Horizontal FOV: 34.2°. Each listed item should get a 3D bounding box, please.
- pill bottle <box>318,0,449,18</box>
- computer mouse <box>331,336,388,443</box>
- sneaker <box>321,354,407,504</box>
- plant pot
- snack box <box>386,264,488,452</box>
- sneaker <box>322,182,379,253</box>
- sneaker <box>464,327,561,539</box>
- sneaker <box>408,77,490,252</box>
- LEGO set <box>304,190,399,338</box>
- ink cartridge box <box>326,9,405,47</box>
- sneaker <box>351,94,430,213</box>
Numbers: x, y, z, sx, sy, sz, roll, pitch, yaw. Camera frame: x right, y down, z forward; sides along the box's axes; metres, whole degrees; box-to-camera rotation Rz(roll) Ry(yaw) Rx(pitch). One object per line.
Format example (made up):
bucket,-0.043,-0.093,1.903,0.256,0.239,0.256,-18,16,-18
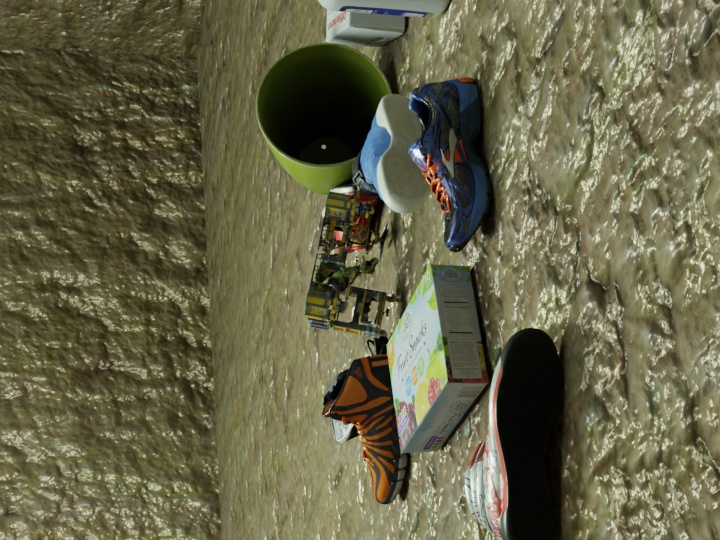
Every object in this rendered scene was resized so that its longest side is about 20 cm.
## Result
pill bottle,0.003,-0.364,1.375,0.120,0.198,0.121,-179,90,-75
computer mouse,0.007,0.179,1.644,0.200,0.044,0.110,124,140,-55
sneaker,0.002,0.204,1.511,0.078,0.111,0.202,-144,57,-73
plant pot,-0.048,-0.189,1.665,0.200,0.185,0.189,90,176,-69
snack box,0.083,0.103,1.323,0.200,0.053,0.143,114,155,-57
sneaker,-0.004,-0.074,1.672,0.200,0.076,0.086,118,139,-74
sneaker,0.135,0.151,1.086,0.108,0.067,0.203,-174,82,-73
sneaker,0.089,-0.114,1.263,0.075,0.078,0.202,122,147,-64
LEGO set,0.000,0.000,1.529,0.154,0.115,0.201,95,-175,-66
ink cartridge box,0.007,-0.416,1.598,0.147,0.082,0.202,-175,85,-76
sneaker,0.038,-0.117,1.458,0.201,0.076,0.112,-97,22,-43
